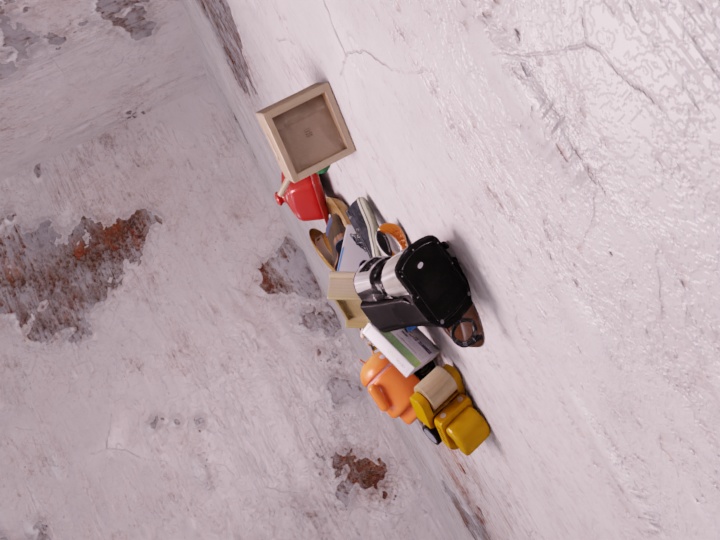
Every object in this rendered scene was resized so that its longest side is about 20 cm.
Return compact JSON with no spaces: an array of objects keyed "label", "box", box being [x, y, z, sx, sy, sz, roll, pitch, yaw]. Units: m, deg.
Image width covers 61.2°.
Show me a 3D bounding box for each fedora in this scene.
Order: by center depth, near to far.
[{"label":"fedora","box":[-0.074,-0.071,1.871,0.201,0.082,0.201,49,-167,-15]}]

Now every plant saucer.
[{"label":"plant saucer","box":[0.167,0.065,1.173,0.202,0.034,0.201,61,171,16]},{"label":"plant saucer","box":[-0.036,-0.125,1.731,0.202,0.035,0.200,59,171,16]}]

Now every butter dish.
[{"label":"butter dish","box":[-0.184,-0.234,1.812,0.201,0.146,0.201,72,-179,-48]}]

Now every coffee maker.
[{"label":"coffee maker","box":[0.090,0.053,1.074,0.200,0.133,0.195,-21,85,65]}]

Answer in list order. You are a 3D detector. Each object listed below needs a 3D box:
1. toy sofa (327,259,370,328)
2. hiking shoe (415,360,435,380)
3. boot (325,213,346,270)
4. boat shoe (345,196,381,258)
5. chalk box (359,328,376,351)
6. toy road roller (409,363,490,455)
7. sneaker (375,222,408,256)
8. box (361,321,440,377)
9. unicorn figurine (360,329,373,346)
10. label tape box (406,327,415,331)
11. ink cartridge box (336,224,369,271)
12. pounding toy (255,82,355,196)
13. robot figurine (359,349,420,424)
[{"label":"toy sofa","box":[-0.011,0.056,1.391,0.200,0.082,0.099,64,-150,-63]},{"label":"hiking shoe","box":[0.166,0.242,1.571,0.101,0.075,0.200,52,-177,6]},{"label":"boot","box":[-0.053,-0.071,1.697,0.201,0.074,0.098,94,159,-59]},{"label":"boat shoe","box":[0.013,-0.076,1.385,0.075,0.062,0.202,37,-151,-56]},{"label":"chalk box","box":[0.033,0.097,1.717,0.201,0.123,0.125,56,170,38]},{"label":"toy road roller","box":[0.217,0.334,1.414,0.145,0.123,0.201,29,150,49]},{"label":"sneaker","box":[0.092,-0.005,1.306,0.092,0.075,0.202,145,104,-89]},{"label":"box","box":[0.099,0.165,1.410,0.144,0.036,0.200,44,-162,15]},{"label":"unicorn figurine","box":[0.065,0.138,1.582,0.199,0.138,0.074,20,-165,-46]},{"label":"label tape box","box":[0.079,0.025,1.440,0.200,0.066,0.144,52,167,39]},{"label":"ink cartridge box","box":[0.000,0.000,1.542,0.201,0.083,0.146,78,-159,-62]},{"label":"pounding toy","box":[-0.129,-0.281,1.345,0.202,0.183,0.142,66,170,-22]},{"label":"robot figurine","box":[0.079,0.283,1.511,0.200,0.144,0.117,46,160,11]}]
